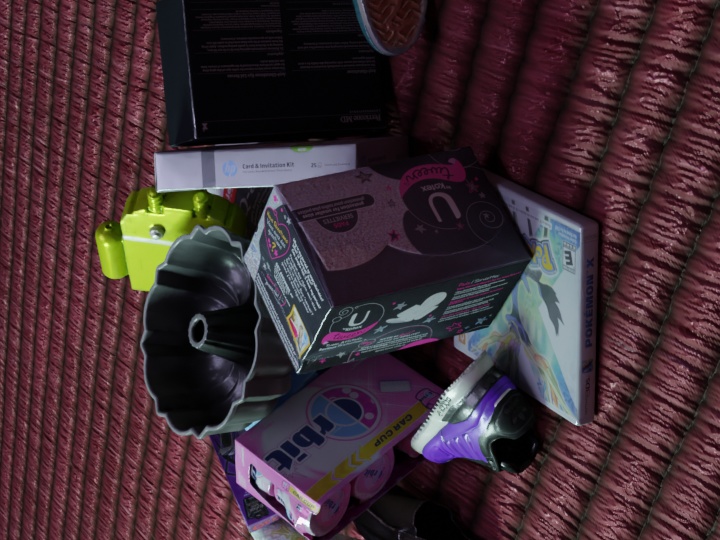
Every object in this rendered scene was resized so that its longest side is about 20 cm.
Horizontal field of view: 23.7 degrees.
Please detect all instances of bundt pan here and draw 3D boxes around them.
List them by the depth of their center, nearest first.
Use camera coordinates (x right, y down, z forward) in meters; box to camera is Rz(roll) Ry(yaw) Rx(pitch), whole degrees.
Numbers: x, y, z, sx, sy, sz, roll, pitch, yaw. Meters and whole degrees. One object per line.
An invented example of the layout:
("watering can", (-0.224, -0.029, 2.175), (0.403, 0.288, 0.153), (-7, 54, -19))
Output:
("bundt pan", (-0.124, 0.059, 1.626), (0.202, 0.076, 0.203), (-9, 78, 50))

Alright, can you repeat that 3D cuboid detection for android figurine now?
("android figurine", (-0.174, -0.019, 1.718), (0.200, 0.181, 0.041), (93, -173, -56))

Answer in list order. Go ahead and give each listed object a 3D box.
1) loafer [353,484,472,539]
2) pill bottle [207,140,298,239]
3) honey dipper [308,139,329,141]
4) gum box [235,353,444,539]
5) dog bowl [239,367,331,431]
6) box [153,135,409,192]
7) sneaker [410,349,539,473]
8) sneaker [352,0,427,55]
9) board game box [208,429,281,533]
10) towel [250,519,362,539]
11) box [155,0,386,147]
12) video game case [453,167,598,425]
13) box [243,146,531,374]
("loafer", (0.064, 0.255, 1.720), (0.200, 0.073, 0.072), (33, 125, 44))
("pill bottle", (-0.076, -0.072, 1.773), (0.200, 0.116, 0.116), (35, 132, 49))
("honey dipper", (-0.089, -0.160, 1.864), (0.200, 0.038, 0.038), (20, 119, 54))
("gum box", (-0.019, 0.165, 1.647), (0.113, 0.200, 0.066), (33, 141, 29))
("dog bowl", (-0.046, 0.096, 1.707), (0.050, 0.200, 0.112), (32, 161, 29))
("box", (-0.071, -0.100, 1.610), (0.199, 0.156, 0.041), (0, 97, 19))
("sneaker", (0.111, 0.153, 1.572), (0.099, 0.070, 0.200), (41, 158, 9))
("sneaker", (0.010, -0.290, 1.579), (0.080, 0.071, 0.201), (158, 103, -67))
("board game box", (-0.045, 0.171, 1.744), (0.032, 0.199, 0.120), (83, 162, -69))
("towel", (0.003, 0.314, 1.730), (0.171, 0.200, 0.048), (26, 93, 57))
("box", (-0.084, -0.194, 1.634), (0.079, 0.199, 0.142), (-11, 85, 63))
("video game case", (0.141, 0.017, 1.505), (0.200, 0.022, 0.183), (31, 129, 54))
("box", (0.022, -0.013, 1.477), (0.132, 0.199, 0.115), (64, 149, 25))
